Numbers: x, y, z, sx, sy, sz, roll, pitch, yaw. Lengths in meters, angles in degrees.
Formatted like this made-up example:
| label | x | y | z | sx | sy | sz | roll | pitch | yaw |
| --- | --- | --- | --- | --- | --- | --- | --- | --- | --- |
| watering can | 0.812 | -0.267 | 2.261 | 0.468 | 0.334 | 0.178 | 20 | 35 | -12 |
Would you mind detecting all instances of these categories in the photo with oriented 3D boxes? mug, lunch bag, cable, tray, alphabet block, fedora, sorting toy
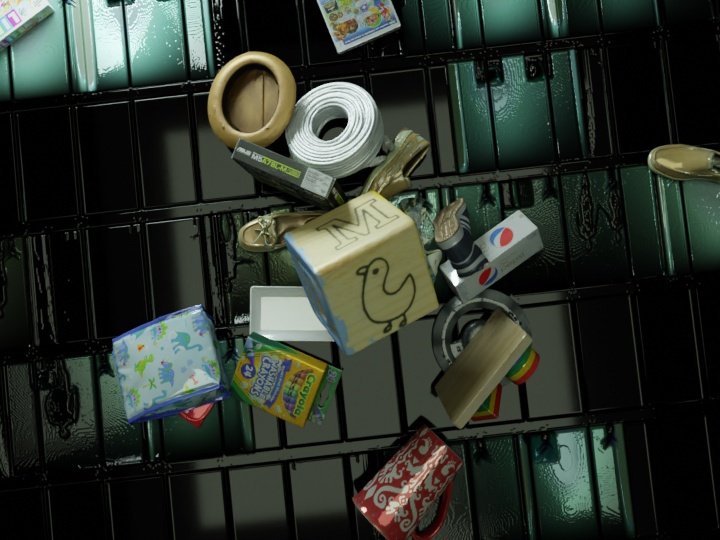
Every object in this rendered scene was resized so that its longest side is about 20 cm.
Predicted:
| label | x | y | z | sx | sy | sz | roll | pitch | yaw |
| --- | --- | --- | --- | --- | --- | --- | --- | --- | --- |
| mug | 0.104 | 0.418 | 1.431 | 0.201 | 0.178 | 0.133 | -48 | 51 | -6 |
| lunch bag | -0.366 | 0.184 | 1.410 | 0.196 | 0.128 | 0.173 | -17 | 71 | -6 |
| cable | -0.053 | -0.272 | 1.439 | 0.197 | 0.069 | 0.203 | -26 | 62 | 4 |
| tray | -0.124 | 0.087 | 1.481 | 0.195 | 0.022 | 0.110 | 1 | 87 | 1 |
| alphabet block | 0.000 | 0.000 | 1.352 | 0.197 | 0.196 | 0.198 | -27 | 123 | -11 |
| fedora | -0.207 | -0.327 | 1.463 | 0.196 | 0.082 | 0.205 | -2 | 81 | 10 |
| sorting toy | 0.238 | 0.189 | 1.351 | 0.069 | 0.199 | 0.201 | 38 | 95 | -9 |

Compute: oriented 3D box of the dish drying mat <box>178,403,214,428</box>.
| label | x | y | z | sx | sy | sz | roll | pitch | yaw |
| --- | --- | --- | --- | --- | --- | --- | --- | --- | --- |
| dish drying mat | -0.386 | 0.229 | 1.479 | 0.198 | 0.018 | 0.078 | 34 | 87 | 2 |

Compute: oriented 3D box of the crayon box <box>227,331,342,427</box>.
| label | x | y | z | sx | sy | sz | roll | pitch | yaw |
| --- | --- | --- | --- | --- | --- | --- | --- | --- | --- |
| crayon box | -0.148 | 0.220 | 1.449 | 0.197 | 0.052 | 0.128 | 22 | 99 | 1 |

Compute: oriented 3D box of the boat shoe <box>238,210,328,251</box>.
| label | x | y | z | sx | sy | sz | roll | pitch | yaw |
| --- | --- | --- | --- | --- | --- | --- | --- | --- | --- |
| boat shoe | -0.151 | -0.086 | 1.468 | 0.196 | 0.063 | 0.075 | -15 | 87 | 0 |

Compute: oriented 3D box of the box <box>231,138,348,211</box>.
| label | x | y | z | sx | sy | sz | roll | pitch | yaw |
| --- | --- | --- | --- | --- | --- | --- | --- | --- | --- |
| box | -0.128 | -0.173 | 1.399 | 0.197 | 0.193 | 0.048 | 24 | 90 | 9 |

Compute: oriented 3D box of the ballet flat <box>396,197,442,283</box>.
| label | x | y | z | sx | sy | sz | roll | pitch | yaw |
| --- | --- | --- | --- | --- | --- | --- | --- | --- | --- |
| ballet flat | 0.127 | -0.048 | 1.457 | 0.073 | 0.074 | 0.204 | -15 | 92 | 0 |

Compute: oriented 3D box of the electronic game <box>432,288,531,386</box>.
| label | x | y | z | sx | sy | sz | roll | pitch | yaw |
| --- | --- | --- | --- | --- | --- | --- | --- | --- | --- |
| electronic game | 0.241 | 0.137 | 1.464 | 0.195 | 0.042 | 0.205 | 0 | 89 | 9 |

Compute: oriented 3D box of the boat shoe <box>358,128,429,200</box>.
| label | x | y | z | sx | sy | sz | roll | pitch | yaw |
| --- | --- | --- | --- | --- | --- | --- | --- | --- | --- |
| boat shoe | 0.067 | -0.182 | 1.450 | 0.075 | 0.072 | 0.202 | 30 | 88 | 21 |

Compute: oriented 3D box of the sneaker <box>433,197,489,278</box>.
| label | x | y | z | sx | sy | sz | roll | pitch | yaw |
| --- | --- | --- | --- | --- | --- | --- | --- | --- | --- |
| sneaker | 0.195 | -0.059 | 1.417 | 0.069 | 0.201 | 0.109 | -31 | 107 | 22 |

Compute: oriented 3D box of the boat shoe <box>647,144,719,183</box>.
| label | x | y | z | sx | sy | sz | roll | pitch | yaw |
| --- | --- | --- | --- | --- | --- | --- | --- | --- | --- |
| boat shoe | 0.676 | -0.216 | 1.459 | 0.195 | 0.076 | 0.073 | 6 | 88 | 1 |

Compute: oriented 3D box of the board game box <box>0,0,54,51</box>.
| label | x | y | z | sx | sy | sz | roll | pitch | yaw |
| --- | --- | --- | --- | --- | --- | --- | --- | --- | --- |
| board game box | -0.749 | -0.533 | 1.509 | 0.199 | 0.034 | 0.135 | -37 | 88 | -1 |

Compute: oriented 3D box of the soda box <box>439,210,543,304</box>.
| label | x | y | z | sx | sy | sz | roll | pitch | yaw |
| --- | --- | --- | --- | --- | --- | --- | --- | --- | --- |
| soda box | 0.258 | -0.027 | 1.449 | 0.198 | 0.064 | 0.068 | -35 | 46 | -1 |

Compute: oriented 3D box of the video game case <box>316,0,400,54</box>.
| label | x | y | z | sx | sy | sz | roll | pitch | yaw |
| --- | --- | --- | --- | --- | --- | --- | --- | --- | --- |
| video game case | -0.018 | -0.564 | 1.512 | 0.141 | 0.018 | 0.203 | -22 | 87 | -1 |
